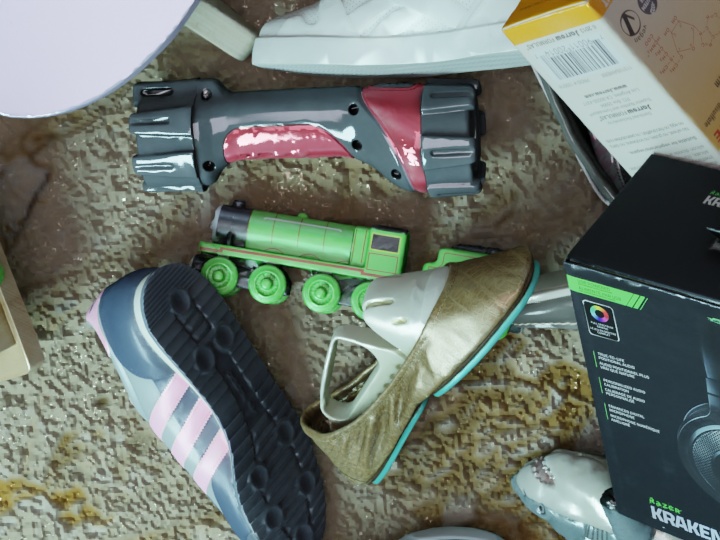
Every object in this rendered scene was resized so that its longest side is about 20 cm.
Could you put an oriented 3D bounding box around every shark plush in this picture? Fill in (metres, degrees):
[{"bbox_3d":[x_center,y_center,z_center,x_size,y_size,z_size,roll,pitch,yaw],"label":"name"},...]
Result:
[{"bbox_3d":[0.179,0.172,1.221,0.200,0.091,0.083,42,125,-15],"label":"shark plush"}]

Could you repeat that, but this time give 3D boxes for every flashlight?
[{"bbox_3d":[-0.029,-0.072,1.197,0.198,0.068,0.068,-3,142,10],"label":"flashlight"}]

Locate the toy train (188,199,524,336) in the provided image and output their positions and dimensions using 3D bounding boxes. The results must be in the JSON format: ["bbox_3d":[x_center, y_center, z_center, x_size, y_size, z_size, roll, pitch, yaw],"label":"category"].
[{"bbox_3d":[0.000,0.000,1.214,0.198,0.042,0.057,10,89,5],"label":"toy train"}]

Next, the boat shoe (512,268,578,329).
[{"bbox_3d":[0.176,0.019,1.173,0.198,0.067,0.058,-11,99,-4],"label":"boat shoe"}]

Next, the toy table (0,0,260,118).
[{"bbox_3d":[-0.140,-0.177,1.166,0.200,0.117,0.184,-40,91,9],"label":"toy table"}]

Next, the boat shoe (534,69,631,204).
[{"bbox_3d":[0.131,-0.115,1.166,0.066,0.057,0.201,-23,95,9],"label":"boat shoe"}]

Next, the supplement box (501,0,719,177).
[{"bbox_3d":[0.184,-0.106,1.099,0.200,0.073,0.126,44,62,-22],"label":"supplement box"}]

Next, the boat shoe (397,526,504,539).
[{"bbox_3d":[0.004,0.208,1.195,0.199,0.091,0.071,-15,107,-7],"label":"boat shoe"}]

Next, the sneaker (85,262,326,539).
[{"bbox_3d":[-0.090,0.086,1.231,0.082,0.070,0.201,-9,112,47],"label":"sneaker"}]

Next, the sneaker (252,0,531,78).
[{"bbox_3d":[0.027,-0.167,1.157,0.199,0.073,0.117,-2,89,31],"label":"sneaker"}]

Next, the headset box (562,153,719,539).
[{"bbox_3d":[0.208,0.051,1.054,0.173,0.093,0.201,18,140,34],"label":"headset box"}]

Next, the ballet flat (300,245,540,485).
[{"bbox_3d":[0.022,0.045,1.168,0.072,0.068,0.200,30,135,-7],"label":"ballet flat"}]

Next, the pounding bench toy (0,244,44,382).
[{"bbox_3d":[-0.250,0.019,1.159,0.199,0.156,0.125,-16,98,39],"label":"pounding bench toy"}]
